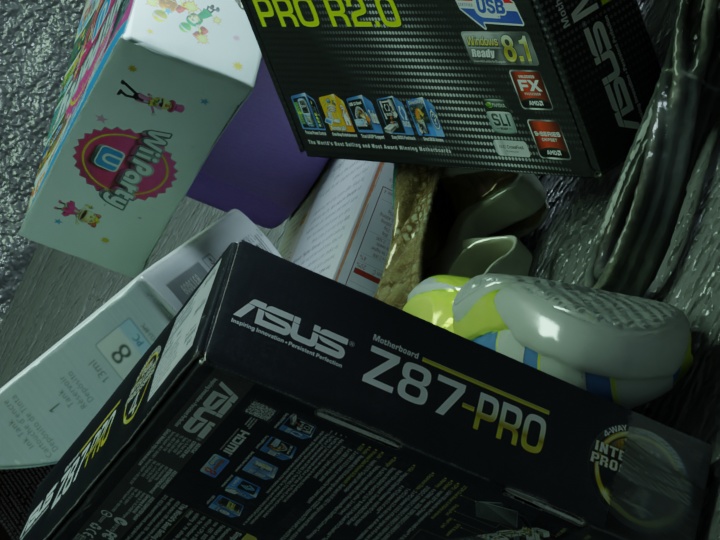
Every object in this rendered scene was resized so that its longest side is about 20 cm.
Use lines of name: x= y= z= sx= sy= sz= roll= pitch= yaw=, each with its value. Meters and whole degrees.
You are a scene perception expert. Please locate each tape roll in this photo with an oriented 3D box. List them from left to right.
tape roll: x=-0.036 y=-0.124 z=1.357 sx=0.200 sy=0.065 sz=0.201 roll=-90 pitch=26 yaw=-61

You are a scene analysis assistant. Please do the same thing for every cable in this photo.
cable: x=0.111 y=-0.087 z=0.968 sx=0.201 sy=0.050 sz=0.097 roll=-63 pitch=14 yaw=1

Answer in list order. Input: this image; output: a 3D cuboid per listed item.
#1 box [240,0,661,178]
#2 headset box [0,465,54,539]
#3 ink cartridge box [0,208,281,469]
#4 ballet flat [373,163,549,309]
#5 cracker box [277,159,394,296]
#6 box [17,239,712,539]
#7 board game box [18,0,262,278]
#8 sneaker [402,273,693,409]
box: x=0.018 y=-0.119 z=1.052 sx=0.044 sy=0.161 sz=0.200 roll=-33 pitch=22 yaw=-28
headset box: x=-0.134 y=0.126 z=1.365 sx=0.200 sy=0.075 sz=0.149 roll=-26 pitch=-17 yaw=-36
ink cartridge box: x=-0.131 y=0.061 z=1.198 sx=0.200 sy=0.047 sz=0.160 roll=-39 pitch=2 yaw=17
ballet flat: x=0.044 y=-0.007 z=1.114 sx=0.065 sy=0.071 sz=0.201 roll=-23 pitch=38 yaw=32
cracker box: x=0.000 y=0.000 z=1.267 sx=0.201 sy=0.057 sz=0.134 roll=-68 pitch=13 yaw=-21
box: x=-0.008 y=0.081 z=0.867 sx=0.200 sy=0.161 sz=0.049 roll=-50 pitch=19 yaw=54
board game box: x=-0.084 y=-0.120 z=1.259 sx=0.148 sy=0.064 sz=0.201 roll=125 pitch=161 yaw=-47
sneaker: x=0.054 y=0.057 z=0.911 sx=0.200 sy=0.075 sz=0.106 roll=179 pitch=101 yaw=-81
